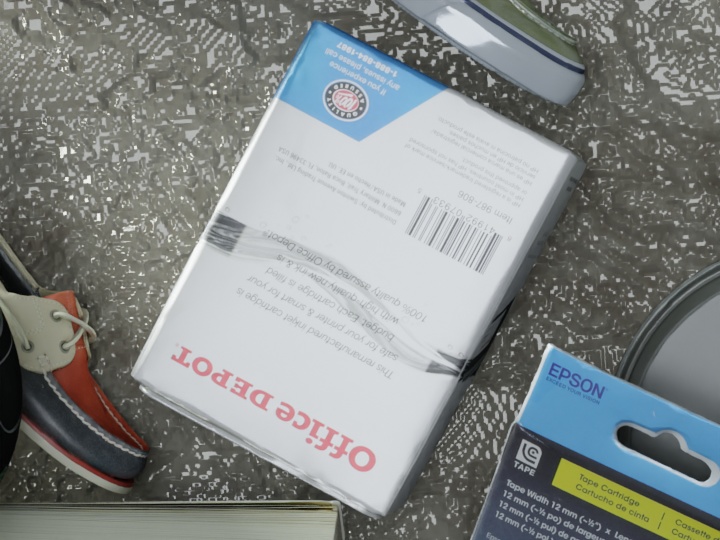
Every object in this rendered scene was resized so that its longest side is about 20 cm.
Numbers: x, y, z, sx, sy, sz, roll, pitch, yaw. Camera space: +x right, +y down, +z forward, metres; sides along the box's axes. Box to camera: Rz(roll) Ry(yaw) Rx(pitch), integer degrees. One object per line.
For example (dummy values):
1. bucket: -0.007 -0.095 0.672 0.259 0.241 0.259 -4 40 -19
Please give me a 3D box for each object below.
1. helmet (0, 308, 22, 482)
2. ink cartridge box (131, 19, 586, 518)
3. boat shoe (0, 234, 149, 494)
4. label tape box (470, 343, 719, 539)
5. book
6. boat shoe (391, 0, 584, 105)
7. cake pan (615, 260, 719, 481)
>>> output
1. helmet: -0.257 0.050 1.323 0.200 0.191 0.200 -2 105 -9
2. ink cartridge box: 0.000 0.000 1.390 0.145 0.084 0.200 29 94 8
3. boat shoe: -0.172 0.027 1.428 0.063 0.071 0.200 -44 80 4
4. label tape box: 0.126 0.142 1.347 0.143 0.066 0.200 24 112 13
5. book: -0.104 0.175 1.396 0.200 0.048 0.134 0 131 8
6. boat shoe: 0.035 -0.158 1.391 0.200 0.072 0.062 38 98 10
7. cake pan: 0.218 0.085 1.381 0.200 0.037 0.200 0 90 8
